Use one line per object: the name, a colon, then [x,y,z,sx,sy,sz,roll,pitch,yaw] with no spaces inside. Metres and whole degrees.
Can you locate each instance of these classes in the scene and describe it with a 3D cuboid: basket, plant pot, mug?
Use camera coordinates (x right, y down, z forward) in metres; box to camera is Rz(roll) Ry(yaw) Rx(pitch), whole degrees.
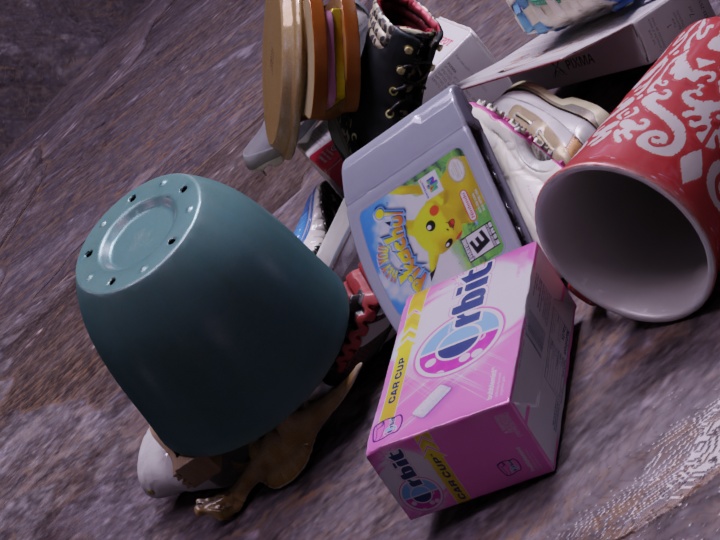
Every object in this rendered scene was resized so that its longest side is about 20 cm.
basket: [0.202,-0.306,1.705,0.199,0.177,0.139,-35,-7,24]
plant pot: [-0.133,0.021,1.568,0.199,0.161,0.202,-25,37,20]
mug: [0.211,-0.075,1.382,0.177,0.134,0.200,-16,28,49]

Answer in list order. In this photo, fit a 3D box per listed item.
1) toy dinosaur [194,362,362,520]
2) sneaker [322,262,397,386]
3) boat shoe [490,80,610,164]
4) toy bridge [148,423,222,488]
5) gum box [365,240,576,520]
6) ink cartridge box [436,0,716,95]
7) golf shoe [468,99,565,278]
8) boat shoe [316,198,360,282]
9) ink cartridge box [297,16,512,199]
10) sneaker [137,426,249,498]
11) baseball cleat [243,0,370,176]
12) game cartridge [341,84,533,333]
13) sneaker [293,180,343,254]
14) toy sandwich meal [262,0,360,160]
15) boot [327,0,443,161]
toy dinosaur: [-0.055,0.130,1.600,0.200,0.058,0.101,-44,32,17]
sneaker: [0.032,0.019,1.624,0.202,0.097,0.071,-60,26,18]
boat shoe: [0.149,-0.111,1.668,0.068,0.075,0.200,-39,18,-12]
toy bridge: [-0.149,0.109,1.659,0.067,0.027,0.201,-34,34,21]
gum box: [0.082,0.071,1.372,0.113,0.066,0.201,-22,27,25]
ink cartridge box: [0.190,-0.189,1.738,0.175,0.045,0.199,-33,12,-28]
golf shoe: [0.122,-0.065,1.550,0.092,0.075,0.200,-52,41,9]
boat shoe: [0.000,0.000,1.702,0.202,0.071,0.070,-66,-13,9]
ink cartridge box: [0.045,-0.150,1.947,0.200,0.086,0.148,-41,18,0]
sneaker: [-0.130,0.116,1.725,0.115,0.074,0.201,-19,30,43]
baseball cleat: [-0.062,-0.192,1.960,0.200,0.106,0.070,-43,22,7]
game cartridge: [0.061,-0.027,1.518,0.133,0.202,0.040,-35,-26,27]
sneaker: [-0.053,-0.012,1.848,0.089,0.079,0.201,-29,22,25]
toy sandwich meal: [-0.048,-0.199,1.824,0.069,0.208,0.205,0,16,-9]
boot: [0.039,-0.139,1.758,0.204,0.073,0.155,60,142,42]
